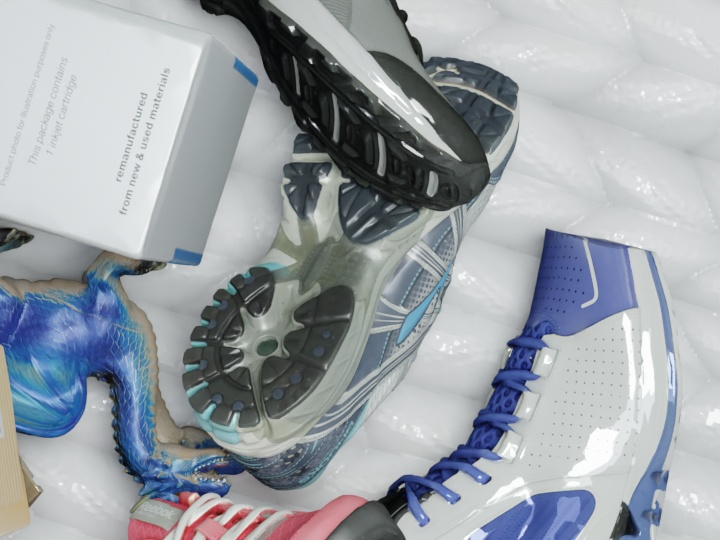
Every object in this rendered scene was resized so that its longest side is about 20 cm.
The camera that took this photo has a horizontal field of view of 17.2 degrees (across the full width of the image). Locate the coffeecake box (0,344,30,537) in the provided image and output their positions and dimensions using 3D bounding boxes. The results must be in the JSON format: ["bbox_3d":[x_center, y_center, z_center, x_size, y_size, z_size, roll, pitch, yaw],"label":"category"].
[{"bbox_3d":[-0.243,0.079,0.842,0.200,0.154,0.073,-9,90,17],"label":"coffeecake box"}]

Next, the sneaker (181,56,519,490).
[{"bbox_3d":[0.000,0.000,0.955,0.078,0.086,0.200,24,64,27],"label":"sneaker"}]

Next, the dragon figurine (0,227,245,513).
[{"bbox_3d":[-0.134,0.035,0.937,0.200,0.059,0.100,12,88,-9],"label":"dragon figurine"}]

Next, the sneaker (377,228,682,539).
[{"bbox_3d":[0.060,0.082,0.949,0.115,0.081,0.200,3,91,-13],"label":"sneaker"}]

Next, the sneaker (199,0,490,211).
[{"bbox_3d":[-0.010,-0.108,0.921,0.079,0.074,0.200,-31,67,-16],"label":"sneaker"}]

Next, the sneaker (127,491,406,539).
[{"bbox_3d":[-0.052,0.117,0.885,0.087,0.200,0.074,46,60,3],"label":"sneaker"}]

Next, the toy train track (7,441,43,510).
[{"bbox_3d":[-0.127,0.136,0.926,0.115,0.033,0.200,-42,78,36],"label":"toy train track"}]

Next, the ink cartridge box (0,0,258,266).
[{"bbox_3d":[-0.151,-0.069,0.873,0.200,0.145,0.085,18,90,5],"label":"ink cartridge box"}]
